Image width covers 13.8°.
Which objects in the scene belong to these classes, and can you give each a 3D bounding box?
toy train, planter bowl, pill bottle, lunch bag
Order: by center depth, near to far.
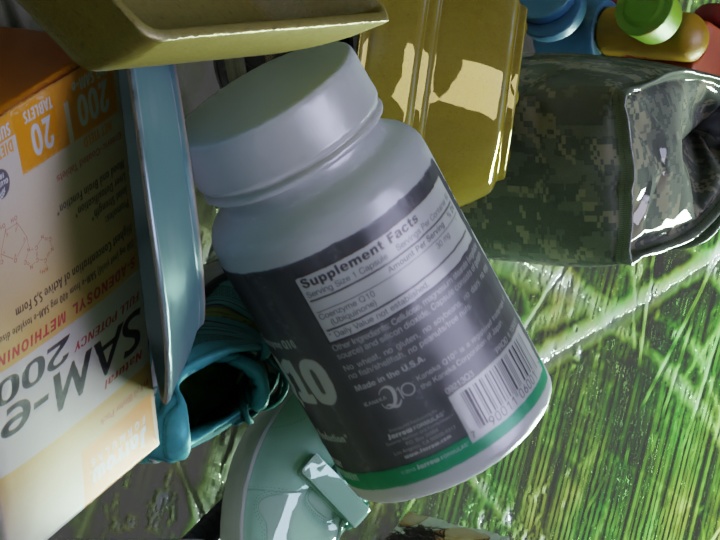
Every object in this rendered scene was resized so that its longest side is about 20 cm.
[{"bbox_3d":[0.000,0.000,1.412,0.113,0.113,0.200,-48,117,-45],"label":"pill bottle"},{"bbox_3d":[0.041,-0.096,1.537,0.200,0.083,0.201,8,90,-88],"label":"planter bowl"},{"bbox_3d":[0.121,-0.068,1.692,0.200,0.164,0.118,-21,111,-58],"label":"lunch bag"},{"bbox_3d":[0.193,-0.135,1.772,0.116,0.200,0.085,41,63,-53],"label":"toy train"}]

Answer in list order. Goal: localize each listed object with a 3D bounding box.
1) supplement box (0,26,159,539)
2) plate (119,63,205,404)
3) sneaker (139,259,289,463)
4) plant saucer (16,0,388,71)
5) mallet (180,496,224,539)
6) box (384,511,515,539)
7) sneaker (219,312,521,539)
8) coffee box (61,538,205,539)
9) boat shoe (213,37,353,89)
[{"bbox_3d":[-0.156,0.010,1.293,0.126,0.073,0.200,-41,133,-51],"label":"supplement box"},{"bbox_3d":[-0.090,-0.041,1.328,0.200,0.026,0.201,171,-90,-84],"label":"plate"},{"bbox_3d":[-0.068,0.051,1.465,0.200,0.079,0.078,-36,129,-54],"label":"sneaker"},{"bbox_3d":[-0.109,-0.150,1.252,0.048,0.200,0.200,-53,161,24],"label":"plant saucer"},{"bbox_3d":[-0.057,0.104,1.555,0.200,0.041,0.066,-37,129,-47],"label":"mallet"},{"bbox_3d":[0.014,0.215,1.679,0.200,0.075,0.050,-47,140,-48],"label":"box"},{"bbox_3d":[0.010,0.092,1.518,0.074,0.118,0.201,45,63,-45],"label":"sneaker"},{"bbox_3d":[-0.079,0.202,1.362,0.080,0.200,0.113,2,100,-22],"label":"coffee box"},{"bbox_3d":[-0.030,-0.173,1.472,0.074,0.073,0.200,-37,130,-52],"label":"boat shoe"}]
